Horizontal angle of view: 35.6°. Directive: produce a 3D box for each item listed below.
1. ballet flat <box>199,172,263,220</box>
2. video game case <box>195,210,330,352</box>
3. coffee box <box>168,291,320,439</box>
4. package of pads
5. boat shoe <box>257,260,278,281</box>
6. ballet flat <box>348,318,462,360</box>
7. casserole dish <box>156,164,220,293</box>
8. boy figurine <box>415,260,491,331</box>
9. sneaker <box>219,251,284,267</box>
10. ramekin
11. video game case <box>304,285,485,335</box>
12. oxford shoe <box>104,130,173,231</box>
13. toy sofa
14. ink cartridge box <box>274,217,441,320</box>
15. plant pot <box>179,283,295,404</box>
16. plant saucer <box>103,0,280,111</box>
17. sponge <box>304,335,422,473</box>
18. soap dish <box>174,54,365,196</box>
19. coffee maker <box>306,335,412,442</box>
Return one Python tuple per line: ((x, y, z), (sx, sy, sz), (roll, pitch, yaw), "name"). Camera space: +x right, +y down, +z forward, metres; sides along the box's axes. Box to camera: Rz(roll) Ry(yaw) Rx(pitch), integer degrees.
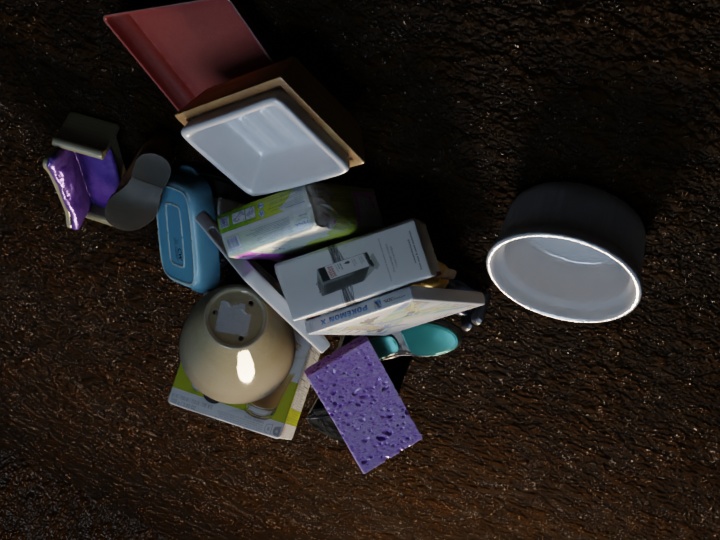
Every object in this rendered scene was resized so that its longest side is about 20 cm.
((-0.165, -0.085, 1.652), (0.199, 0.069, 0.068), (18, 152, 6), "ballet flat")
((-0.140, 0.016, 1.602), (0.200, 0.024, 0.182), (48, 178, -42), "video game case")
((-0.188, 0.165, 1.912), (0.199, 0.199, 0.200), (17, 172, 5), "coffee box")
((-0.072, -0.064, 1.506), (0.154, 0.068, 0.200), (-18, 172, 28), "package of pads")
((-0.085, 0.020, 1.773), (0.199, 0.075, 0.093), (5, 156, 27), "boat shoe")
((0.072, 0.099, 1.733), (0.199, 0.073, 0.073), (-13, 138, 30), "ballet flat")
((-0.264, -0.057, 1.677), (0.121, 0.039, 0.201), (18, 119, 44), "casserole dish")
((0.097, 0.017, 1.666), (0.199, 0.065, 0.124), (26, 154, -17), "boy figurine")
((-0.173, -0.041, 1.730), (0.199, 0.070, 0.109), (23, 147, 11), "sneaker")
((0.270, -0.026, 1.443), (0.200, 0.098, 0.201), (16, 150, 9), "ramekin")
((0.051, 0.060, 1.576), (0.182, 0.022, 0.200), (-20, 165, 32), "video game case")
((-0.318, -0.129, 1.650), (0.071, 0.071, 0.200), (25, 136, -19), "oxford shoe")
((-0.402, -0.136, 1.689), (0.083, 0.098, 0.200), (16, 150, 9), "toy sofa")
((0.000, 0.000, 1.534), (0.199, 0.083, 0.147), (-18, 177, 9), "ink cartridge box")
((-0.189, 0.096, 1.706), (0.187, 0.188, 0.200), (20, 164, 0), "plant pot")
((-0.186, -0.266, 1.389), (0.199, 0.037, 0.200), (0, 146, 32), "plant saucer")
((0.006, 0.208, 1.738), (0.200, 0.111, 0.030), (62, 177, -23), "sponge")
((-0.108, -0.175, 1.374), (0.200, 0.081, 0.157), (-9, 140, 43), "soap dish")
((0.009, 0.169, 1.840), (0.134, 0.201, 0.192), (23, 152, -6), "coffee maker")
